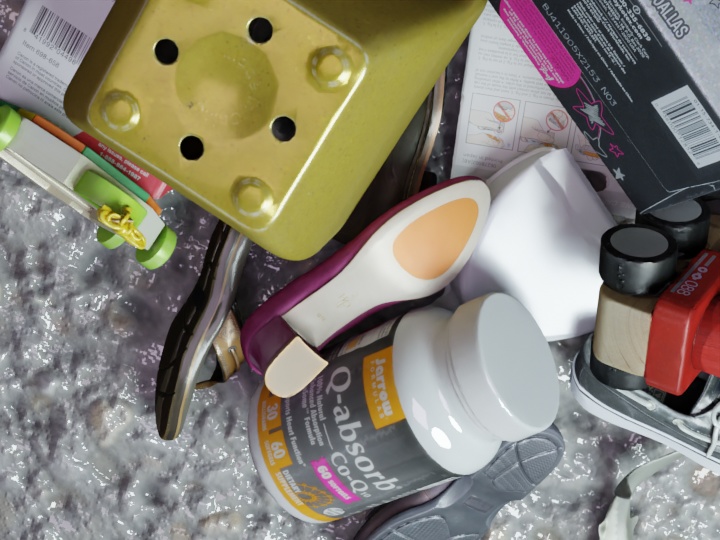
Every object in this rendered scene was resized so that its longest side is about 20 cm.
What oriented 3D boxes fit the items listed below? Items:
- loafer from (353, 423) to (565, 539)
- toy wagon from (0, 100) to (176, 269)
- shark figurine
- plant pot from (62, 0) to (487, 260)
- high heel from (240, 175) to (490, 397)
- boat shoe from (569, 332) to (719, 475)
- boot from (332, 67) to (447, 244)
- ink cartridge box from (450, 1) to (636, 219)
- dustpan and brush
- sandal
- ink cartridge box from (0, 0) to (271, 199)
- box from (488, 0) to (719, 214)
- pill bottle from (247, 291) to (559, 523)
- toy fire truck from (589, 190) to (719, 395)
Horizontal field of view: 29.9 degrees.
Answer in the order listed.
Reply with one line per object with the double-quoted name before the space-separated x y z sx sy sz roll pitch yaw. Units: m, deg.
"loafer" 0.066 0.160 0.994 0.072 0.063 0.200 34 115 -32
"toy wagon" -0.190 -0.058 0.906 0.155 0.199 0.040 39 79 -36
"shark figurine" 0.211 0.234 0.984 0.089 0.128 0.217 -2 87 -15
"plant pot" -0.059 -0.122 0.775 0.195 0.200 0.195 33 108 -3
"high heel" 0.000 0.000 0.915 0.200 0.096 0.067 -47 115 3
"boat shoe" 0.243 0.088 0.921 0.198 0.068 0.074 25 65 9
"boot" 0.008 -0.103 0.913 0.096 0.075 0.202 5 109 1
"ink cartridge box" 0.150 -0.141 0.908 0.159 0.050 0.202 10 123 7
"dustpan and brush" 0.090 0.012 0.952 0.199 0.057 0.140 -34 109 10
"sandal" -0.102 0.038 0.986 0.054 0.082 0.202 19 101 -18
"ink cartridge box" -0.140 -0.176 0.920 0.144 0.084 0.201 33 109 0
"box" 0.172 -0.154 0.767 0.114 0.132 0.201 -39 96 -19
"pill bottle" 0.028 0.093 0.920 0.199 0.116 0.117 -26 99 33
"toy fire truck" 0.260 0.007 0.815 0.199 0.176 0.130 21 128 29
